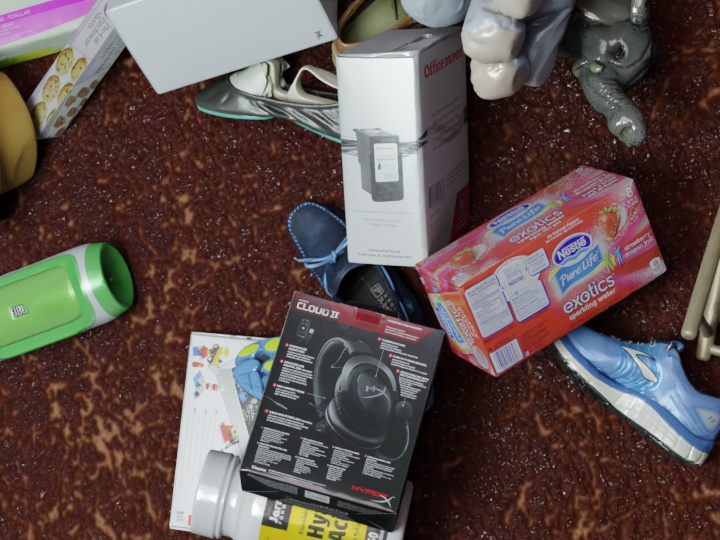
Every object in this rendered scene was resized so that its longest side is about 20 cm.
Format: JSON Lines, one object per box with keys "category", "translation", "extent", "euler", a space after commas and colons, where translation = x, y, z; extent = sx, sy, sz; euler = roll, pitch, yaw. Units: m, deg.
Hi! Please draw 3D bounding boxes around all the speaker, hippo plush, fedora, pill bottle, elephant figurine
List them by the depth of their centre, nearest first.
{"category": "hippo plush", "translation": [0.108, -0.267, 1.447], "extent": [0.160, 0.159, 0.201], "euler": [33, 105, 22]}
{"category": "elephant figurine", "translation": [0.226, -0.223, 1.554], "extent": [0.199, 0.141, 0.156], "euler": [28, 107, 26]}
{"category": "pill bottle", "translation": [-0.056, 0.233, 1.570], "extent": [0.199, 0.111, 0.112], "euler": [12, 87, 2]}
{"category": "speaker", "translation": [-0.342, 0.037, 1.732], "extent": [0.199, 0.088, 0.089], "euler": [-20, 77, 15]}
{"category": "fedora", "translation": [-0.397, -0.146, 1.757], "extent": [0.082, 0.201, 0.201], "euler": [-18, 74, -25]}

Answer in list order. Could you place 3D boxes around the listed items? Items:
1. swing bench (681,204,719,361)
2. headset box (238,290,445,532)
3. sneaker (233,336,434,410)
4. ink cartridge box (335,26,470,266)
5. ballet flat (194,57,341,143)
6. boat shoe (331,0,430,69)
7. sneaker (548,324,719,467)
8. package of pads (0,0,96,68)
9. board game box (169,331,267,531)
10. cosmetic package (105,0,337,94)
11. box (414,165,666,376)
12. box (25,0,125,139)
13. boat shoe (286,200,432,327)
{"category": "swing bench", "translation": [0.410, -0.004, 1.466], "extent": [0.198, 0.130, 0.201], "euler": [13, 82, 20]}
{"category": "headset box", "translation": [-0.013, 0.120, 1.518], "extent": [0.148, 0.077, 0.201], "euler": [14, 67, 4]}
{"category": "sneaker", "translation": [-0.028, 0.117, 1.606], "extent": [0.199, 0.083, 0.071], "euler": [10, 65, 4]}
{"category": "ink cartridge box", "translation": [0.044, -0.121, 1.555], "extent": [0.083, 0.145, 0.201], "euler": [3, 108, 21]}
{"category": "ballet flat", "translation": [-0.073, -0.181, 1.678], "extent": [0.199, 0.068, 0.069], "euler": [13, 116, 13]}
{"category": "boat shoe", "translation": [0.048, -0.273, 1.633], "extent": [0.076, 0.074, 0.200], "euler": [38, 82, 16]}
{"category": "sneaker", "translation": [0.257, 0.092, 1.538], "extent": [0.200, 0.079, 0.089], "euler": [38, 85, 13]}
{"category": "package of pads", "translation": [-0.352, -0.315, 1.790], "extent": [0.199, 0.068, 0.155], "euler": [-13, 79, 16]}
{"category": "board game box", "translation": [-0.120, 0.167, 1.666], "extent": [0.126, 0.035, 0.201], "euler": [5, 84, 17]}
{"category": "cosmetic package", "translation": [-0.133, -0.308, 1.642], "extent": [0.198, 0.123, 0.201], "euler": [-15, 47, 16]}
{"category": "box", "translation": [0.165, -0.003, 1.505], "extent": [0.199, 0.095, 0.100], "euler": [-31, 113, -15]}
{"category": "box", "translation": [-0.292, -0.217, 1.731], "extent": [0.200, 0.039, 0.042], "euler": [-46, 71, 34]}
{"category": "boat shoe", "translation": [0.000, 0.000, 1.630], "extent": [0.200, 0.069, 0.084], "euler": [42, 97, 19]}
